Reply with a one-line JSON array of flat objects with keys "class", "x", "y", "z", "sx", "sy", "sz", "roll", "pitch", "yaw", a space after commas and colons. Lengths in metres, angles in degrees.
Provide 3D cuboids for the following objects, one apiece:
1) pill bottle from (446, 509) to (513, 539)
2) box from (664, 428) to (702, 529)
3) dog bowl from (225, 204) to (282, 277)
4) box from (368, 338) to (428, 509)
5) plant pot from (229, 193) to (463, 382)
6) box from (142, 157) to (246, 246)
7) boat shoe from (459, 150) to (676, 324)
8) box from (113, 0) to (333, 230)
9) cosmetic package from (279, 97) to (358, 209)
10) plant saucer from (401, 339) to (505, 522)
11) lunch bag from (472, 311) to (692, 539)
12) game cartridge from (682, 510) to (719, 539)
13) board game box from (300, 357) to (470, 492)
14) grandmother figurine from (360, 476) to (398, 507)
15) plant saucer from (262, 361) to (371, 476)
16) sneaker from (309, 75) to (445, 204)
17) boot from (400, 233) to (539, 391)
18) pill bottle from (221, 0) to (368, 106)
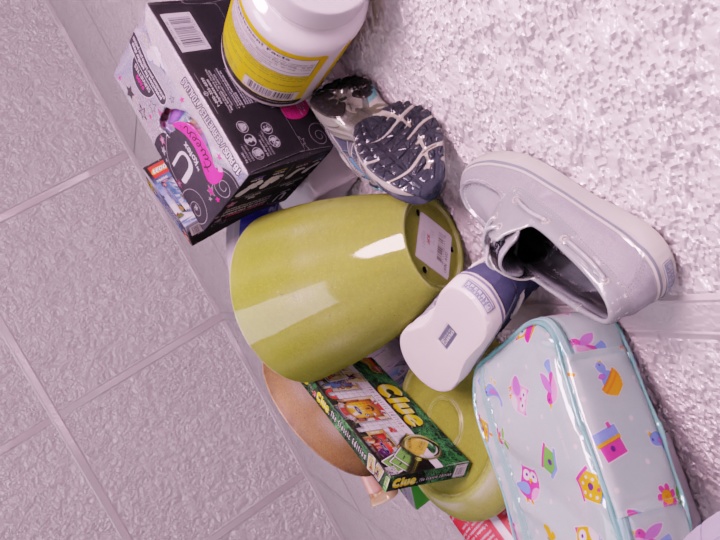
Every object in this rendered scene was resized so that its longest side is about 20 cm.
[{"class": "pill bottle", "x": 0.176, "y": 0.286, "z": 0.804, "sx": 0.201, "sy": 0.111, "sz": 0.113, "roll": 51, "pitch": 160, "yaw": 26}, {"class": "box", "x": 0.235, "y": 0.216, "z": 0.650, "sx": 0.203, "sy": 0.041, "sz": 0.155, "roll": 64, "pitch": 162, "yaw": -13}, {"class": "dog bowl", "x": -0.124, "y": -0.009, "z": 1.066, "sx": 0.200, "sy": 0.077, "sz": 0.205, "roll": -11, "pitch": -90, "yaw": -79}, {"class": "box", "x": 0.052, "y": 0.211, "z": 1.053, "sx": 0.176, "sy": 0.096, "sz": 0.203, "roll": 44, "pitch": 156, "yaw": 43}, {"class": "plant pot", "x": 0.000, "y": 0.000, "z": 0.734, "sx": 0.198, "sy": 0.187, "sz": 0.190, "roll": -21, "pitch": 101, "yaw": 40}, {"class": "box", "x": -0.170, "y": -0.131, "z": 0.962, "sx": 0.137, "sy": 0.198, "sz": 0.040, "roll": 47, "pitch": 158, "yaw": 34}, {"class": "boat shoe", "x": 0.125, "y": -0.027, "z": 0.523, "sx": 0.200, "sy": 0.071, "sz": 0.071, "roll": 39, "pitch": 153, "yaw": 48}, {"class": "box", "x": -0.148, "y": -0.168, "z": 0.769, "sx": 0.114, "sy": 0.131, "sz": 0.202, "roll": -39, "pitch": 81, "yaw": 45}, {"class": "cosmetic package", "x": -0.091, "y": -0.168, "z": 0.880, "sx": 0.202, "sy": 0.070, "sz": 0.101, "roll": 59, "pitch": 153, "yaw": 5}, {"class": "plant saucer", "x": 0.098, "y": 0.162, "z": 0.774, "sx": 0.198, "sy": 0.031, "sz": 0.205, "roll": -9, "pitch": 79, "yaw": 54}, {"class": "lunch bag", "x": 0.160, "y": 0.147, "z": 0.570, "sx": 0.161, "sy": 0.075, "sz": 0.204, "roll": 128, "pitch": 134, "yaw": -58}, {"class": "game cartridge", "x": 0.259, "y": 0.204, "z": 0.449, "sx": 0.130, "sy": 0.041, "sz": 0.202, "roll": 7, "pitch": 140, "yaw": 15}, {"class": "board game box", "x": 0.018, "y": 0.155, "z": 0.773, "sx": 0.200, "sy": 0.103, "sz": 0.024, "roll": 41, "pitch": 120, "yaw": 48}, {"class": "grandmother figurine", "x": -0.013, "y": 0.217, "z": 1.004, "sx": 0.203, "sy": 0.060, "sz": 0.121, "roll": 63, "pitch": 170, "yaw": -1}, {"class": "plant saucer", "x": -0.033, "y": 0.155, "z": 0.884, "sx": 0.199, "sy": 0.035, "sz": 0.201, "roll": 41, "pitch": -163, "yaw": -15}, {"class": "sneaker", "x": 0.027, "y": -0.112, "z": 0.685, "sx": 0.201, "sy": 0.077, "sz": 0.087, "roll": 53, "pitch": 172, "yaw": 46}, {"class": "boot", "x": 0.102, "y": 0.042, "z": 0.648, "sx": 0.073, "sy": 0.090, "sz": 0.200, "roll": 51, "pitch": 156, "yaw": 9}, {"class": "pill bottle", "x": -0.057, "y": -0.230, "z": 0.640, "sx": 0.116, "sy": 0.113, "sz": 0.200, "roll": 60, "pitch": 162, "yaw": -4}]
